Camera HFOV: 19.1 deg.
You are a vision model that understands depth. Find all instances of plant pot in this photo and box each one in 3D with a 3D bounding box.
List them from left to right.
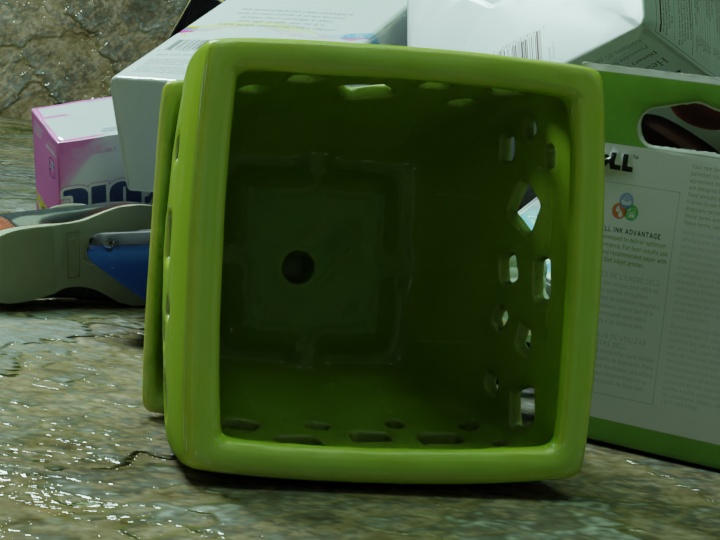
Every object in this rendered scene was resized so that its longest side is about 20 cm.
[{"bbox_3d":[-0.008,-0.005,1.056,0.199,0.200,0.181,3,0,-18],"label":"plant pot"}]

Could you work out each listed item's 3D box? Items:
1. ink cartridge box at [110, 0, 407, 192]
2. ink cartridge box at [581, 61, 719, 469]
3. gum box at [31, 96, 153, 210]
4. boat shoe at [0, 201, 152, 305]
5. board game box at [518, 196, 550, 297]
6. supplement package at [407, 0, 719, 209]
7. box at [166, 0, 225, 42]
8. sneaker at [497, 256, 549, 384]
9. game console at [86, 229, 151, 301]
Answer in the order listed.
[{"bbox_3d":[-0.052,-0.123,1.432,0.144,0.085,0.200,6,29,25],"label":"ink cartridge box"},{"bbox_3d":[0.185,-0.003,1.145,0.147,0.201,0.076,11,8,34],"label":"ink cartridge box"},{"bbox_3d":[-0.132,-0.069,1.553,0.199,0.114,0.066,-11,31,-22],"label":"gum box"},{"bbox_3d":[-0.196,-0.011,1.453,0.200,0.071,0.062,-6,11,-45],"label":"boat shoe"},{"bbox_3d":[0.185,0.006,1.268,0.200,0.035,0.126,34,56,32],"label":"board game box"},{"bbox_3d":[0.165,-0.135,1.398,0.191,0.147,0.200,-25,-39,37],"label":"supplement package"},{"bbox_3d":[-0.075,-0.104,1.646,0.200,0.160,0.049,31,17,-4],"label":"box"},{"bbox_3d":[0.024,0.041,1.186,0.199,0.080,0.074,-12,-26,-18],"label":"sneaker"},{"bbox_3d":[-0.042,-0.031,1.354,0.199,0.119,0.171,-3,-24,28],"label":"game console"}]
